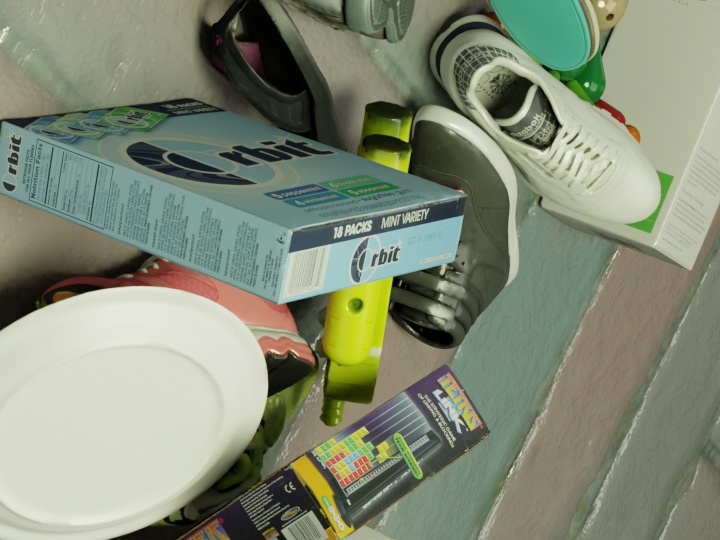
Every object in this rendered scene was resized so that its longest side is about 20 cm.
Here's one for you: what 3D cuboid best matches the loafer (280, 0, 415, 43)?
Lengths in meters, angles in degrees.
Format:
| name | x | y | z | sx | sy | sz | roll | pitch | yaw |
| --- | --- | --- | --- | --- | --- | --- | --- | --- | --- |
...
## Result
| name | x | y | z | sx | sy | sz | roll | pitch | yaw |
| --- | --- | --- | --- | --- | --- | --- | --- | --- | --- |
| loafer | -0.006 | -0.176 | 1.562 | 0.200 | 0.063 | 0.072 | -27 | 124 | -80 |

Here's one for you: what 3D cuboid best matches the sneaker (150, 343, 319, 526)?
| name | x | y | z | sx | sy | sz | roll | pitch | yaw |
| --- | --- | --- | --- | --- | --- | --- | --- | --- | --- |
| sneaker | -0.083 | 0.108 | 1.616 | 0.200 | 0.076 | 0.076 | -38 | 137 | -43 |

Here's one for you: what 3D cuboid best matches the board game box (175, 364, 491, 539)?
| name | x | y | z | sx | sy | sz | roll | pitch | yaw |
| --- | --- | --- | --- | --- | --- | --- | --- | --- | --- |
| board game box | -0.040 | 0.147 | 1.563 | 0.200 | 0.057 | 0.165 | -36 | 177 | 40 |

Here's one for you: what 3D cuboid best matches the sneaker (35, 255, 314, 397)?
| name | x | y | z | sx | sy | sz | roll | pitch | yaw |
| --- | --- | --- | --- | --- | --- | --- | --- | --- | --- |
| sneaker | -0.118 | 0.023 | 1.532 | 0.200 | 0.087 | 0.074 | 14 | 140 | -45 |

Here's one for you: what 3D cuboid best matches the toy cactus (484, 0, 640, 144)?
| name | x | y | z | sx | sy | sz | roll | pitch | yaw |
| --- | --- | --- | --- | --- | --- | --- | --- | --- | --- |
| toy cactus | 0.160 | -0.169 | 1.831 | 0.165 | 0.102 | 0.200 | -60 | 141 | -34 |

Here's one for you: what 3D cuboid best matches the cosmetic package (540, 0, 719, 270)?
| name | x | y | z | sx | sy | sz | roll | pitch | yaw |
| --- | --- | --- | --- | --- | --- | --- | --- | --- | --- |
| cosmetic package | 0.230 | -0.115 | 1.948 | 0.085 | 0.107 | 0.200 | 25 | 85 | -59 |

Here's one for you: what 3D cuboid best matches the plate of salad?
| name | x | y | z | sx | sy | sz | roll | pitch | yaw |
| --- | --- | --- | --- | --- | --- | --- | --- | --- | --- |
| plate of salad | -0.150 | 0.079 | 1.464 | 0.200 | 0.048 | 0.200 | -14 | 135 | -15 |

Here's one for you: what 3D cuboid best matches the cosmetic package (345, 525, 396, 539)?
| name | x | y | z | sx | sy | sz | roll | pitch | yaw |
| --- | --- | --- | --- | --- | --- | --- | --- | --- | --- |
| cosmetic package | -0.072 | 0.225 | 1.686 | 0.200 | 0.102 | 0.074 | -25 | 130 | -48 |

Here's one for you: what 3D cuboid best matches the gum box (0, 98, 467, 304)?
| name | x | y | z | sx | sy | sz | roll | pitch | yaw |
| --- | --- | --- | --- | --- | --- | --- | --- | --- | --- |
| gum box | -0.071 | -0.042 | 1.415 | 0.170 | 0.200 | 0.045 | -14 | 120 | -55 |

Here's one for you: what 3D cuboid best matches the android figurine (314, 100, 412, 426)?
| name | x | y | z | sx | sy | sz | roll | pitch | yaw |
| --- | --- | --- | --- | --- | --- | --- | --- | --- | --- |
| android figurine | 0.000 | 0.000 | 1.631 | 0.182 | 0.041 | 0.200 | -86 | -174 | -65 |

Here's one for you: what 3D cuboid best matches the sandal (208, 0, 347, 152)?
| name | x | y | z | sx | sy | sz | roll | pitch | yaw |
| --- | --- | --- | --- | --- | --- | --- | --- | --- | --- |
| sandal | -0.053 | -0.110 | 1.535 | 0.048 | 0.075 | 0.201 | -36 | 142 | -11 |

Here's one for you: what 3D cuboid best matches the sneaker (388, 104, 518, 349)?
| name | x | y | z | sx | sy | sz | roll | pitch | yaw |
| --- | --- | --- | --- | --- | --- | --- | --- | --- | --- |
| sneaker | 0.057 | -0.021 | 1.762 | 0.099 | 0.071 | 0.200 | -56 | 152 | -28 |

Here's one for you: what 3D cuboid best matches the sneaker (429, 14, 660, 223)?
| name | x | y | z | sx | sy | sz | roll | pitch | yaw |
| --- | --- | --- | --- | --- | --- | --- | --- | --- | --- |
| sneaker | 0.130 | -0.088 | 1.742 | 0.200 | 0.081 | 0.076 | 35 | 97 | -24 |

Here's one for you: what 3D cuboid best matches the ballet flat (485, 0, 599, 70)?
| name | x | y | z | sx | sy | sz | roll | pitch | yaw |
| --- | --- | --- | --- | --- | --- | --- | --- | --- | --- |
| ballet flat | 0.098 | -0.214 | 1.681 | 0.200 | 0.069 | 0.070 | 47 | 67 | -37 |
